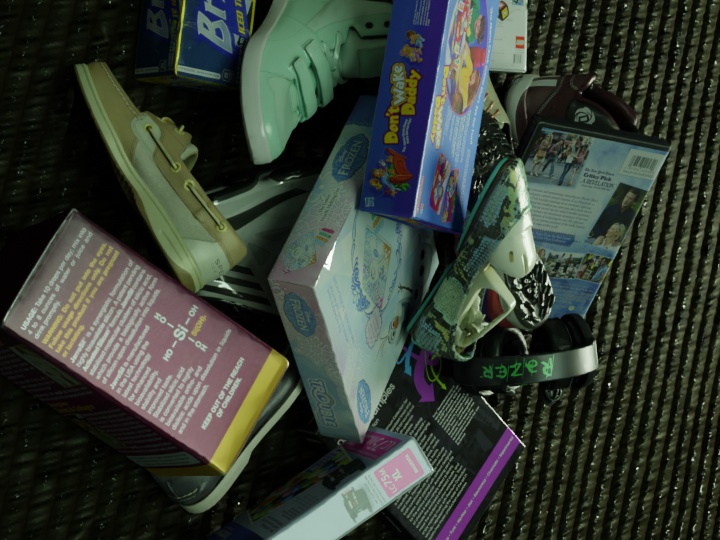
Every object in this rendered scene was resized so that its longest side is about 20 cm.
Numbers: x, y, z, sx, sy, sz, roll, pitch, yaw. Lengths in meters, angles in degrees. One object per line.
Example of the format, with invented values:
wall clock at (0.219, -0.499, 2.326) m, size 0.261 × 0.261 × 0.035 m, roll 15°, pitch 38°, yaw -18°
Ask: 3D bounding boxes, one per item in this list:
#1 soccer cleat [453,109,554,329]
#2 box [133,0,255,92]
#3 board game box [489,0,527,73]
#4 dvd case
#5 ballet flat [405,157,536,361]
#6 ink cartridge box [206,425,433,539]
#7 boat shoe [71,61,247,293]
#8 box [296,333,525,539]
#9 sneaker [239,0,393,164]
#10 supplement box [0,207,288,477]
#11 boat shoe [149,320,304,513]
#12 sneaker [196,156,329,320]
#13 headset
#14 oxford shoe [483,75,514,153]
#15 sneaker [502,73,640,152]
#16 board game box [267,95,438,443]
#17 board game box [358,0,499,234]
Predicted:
soccer cleat at (0.102, -0.042, 1.476) m, size 0.068 × 0.073 × 0.200 m, roll -33°, pitch 112°, yaw -38°
box at (-0.122, -0.242, 1.358) m, size 0.070 × 0.064 × 0.200 m, roll 8°, pitch 87°, yaw -38°
board game box at (0.063, -0.239, 1.518) m, size 0.200 × 0.035 × 0.126 m, roll -1°, pitch 94°, yaw -37°
dvd case at (0.174, -0.041, 1.545) m, size 0.143 × 0.018 × 0.200 m, roll 8°, pitch 121°, yaw -27°
ballet flat at (0.104, -0.003, 1.404) m, size 0.074 × 0.074 × 0.200 m, roll -13°, pitch 144°, yaw -36°
ink cartridge box at (-0.047, 0.195, 1.381) m, size 0.200 × 0.119 × 0.042 m, roll -36°, pitch 99°, yaw -14°
boat shoe at (-0.151, -0.075, 1.296) m, size 0.066 × 0.074 × 0.200 m, roll -26°, pitch 76°, yaw -15°
box at (0.048, 0.147, 1.525) m, size 0.200 × 0.036 × 0.143 m, roll 50°, pitch 63°, yaw -29°
sneaker at (-0.023, -0.159, 1.359) m, size 0.074 × 0.118 × 0.200 m, roll 81°, pitch 18°, yaw -45°
supplement box at (-0.176, 0.058, 1.269) m, size 0.200 × 0.131 × 0.103 m, roll 37°, pitch 69°, yaw -21°
boat shoe at (-0.100, 0.095, 1.387) m, size 0.063 × 0.073 × 0.200 m, roll 42°, pitch 72°, yaw -34°
sneaker at (-0.067, -0.024, 1.403) m, size 0.200 × 0.076 × 0.115 m, roll -21°, pitch 107°, yaw -40°
headset at (0.150, 0.088, 1.530) m, size 0.200 × 0.123 × 0.094 m, roll -25°, pitch 109°, yaw -76°
oxford shoe at (0.094, -0.150, 1.490) m, size 0.071 × 0.074 × 0.200 m, roll -39°, pitch 132°, yaw -15°
sneaker at (0.204, -0.085, 1.574) m, size 0.076 × 0.115 × 0.200 m, roll -36°, pitch 114°, yaw -53°
board game box at (0.000, 0.000, 1.393) m, size 0.200 × 0.043 × 0.199 m, roll 75°, pitch 31°, yaw -47°
board game box at (0.057, -0.135, 1.360) m, size 0.134 × 0.045 × 0.200 m, roll 14°, pitch 85°, yaw -70°
